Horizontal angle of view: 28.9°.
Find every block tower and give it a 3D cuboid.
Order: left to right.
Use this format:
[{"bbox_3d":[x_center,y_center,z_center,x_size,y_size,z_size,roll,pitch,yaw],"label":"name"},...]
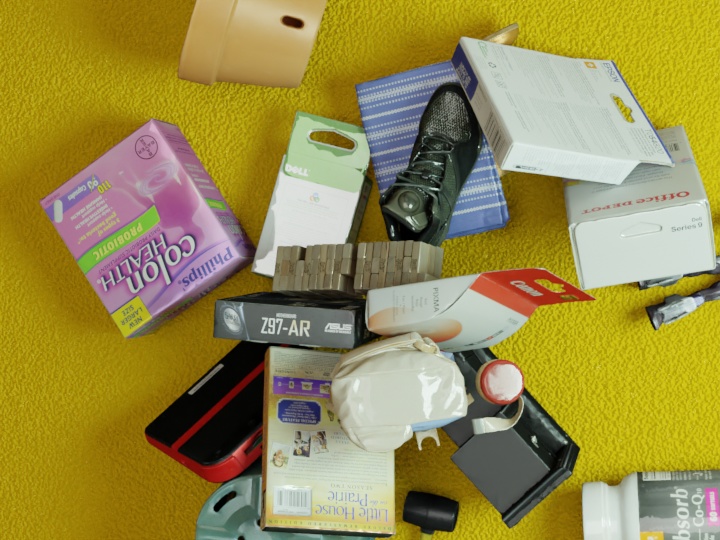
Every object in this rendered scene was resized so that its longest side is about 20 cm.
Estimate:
[{"bbox_3d":[0.000,0.000,1.539,0.200,0.054,0.058,0,80,33],"label":"block tower"}]

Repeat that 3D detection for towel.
[{"bbox_3d":[0.083,-0.133,1.606,0.144,0.024,0.201,-12,95,18],"label":"towel"}]

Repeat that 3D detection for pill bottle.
[{"bbox_3d":[0.351,0.282,1.564,0.199,0.116,0.117,-4,90,11],"label":"pill bottle"}]

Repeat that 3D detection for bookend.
[{"bbox_3d":[0.142,0.168,1.561,0.092,0.199,0.200,-44,82,9],"label":"bookend"}]

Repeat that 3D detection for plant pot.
[{"bbox_3d":[-0.118,-0.298,1.619,0.140,0.200,0.201,17,94,-7],"label":"plant pot"},{"bbox_3d":[-0.093,0.295,1.611,0.200,0.196,0.201,0,92,11],"label":"plant pot"}]

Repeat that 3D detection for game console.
[{"bbox_3d":[-0.137,0.152,1.610,0.200,0.177,0.031,-42,121,-22],"label":"game console"}]

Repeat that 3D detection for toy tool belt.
[{"bbox_3d":[0.064,0.127,1.470,0.199,0.123,0.125,-9,87,-6],"label":"toy tool belt"}]

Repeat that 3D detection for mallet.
[{"bbox_3d":[0.060,0.359,1.665,0.066,0.041,0.201,19,99,10],"label":"mallet"}]

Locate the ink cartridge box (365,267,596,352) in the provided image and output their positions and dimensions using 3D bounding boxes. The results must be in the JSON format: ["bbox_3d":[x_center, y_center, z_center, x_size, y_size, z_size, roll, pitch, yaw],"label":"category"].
[{"bbox_3d":[0.130,0.046,1.470,0.200,0.162,0.050,-6,74,29],"label":"ink cartridge box"}]

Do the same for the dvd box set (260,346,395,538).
[{"bbox_3d":[-0.034,0.187,1.519,0.146,0.029,0.201,5,68,-15],"label":"dvd box set"}]

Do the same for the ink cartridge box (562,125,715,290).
[{"bbox_3d":[0.298,-0.071,1.520,0.145,0.200,0.088,-10,115,10],"label":"ink cartridge box"}]

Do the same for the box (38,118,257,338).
[{"bbox_3d":[-0.253,-0.050,1.686,0.176,0.097,0.200,-34,85,10],"label":"box"}]

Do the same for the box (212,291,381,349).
[{"bbox_3d":[-0.065,0.055,1.598,0.160,0.200,0.044,4,93,11],"label":"box"}]

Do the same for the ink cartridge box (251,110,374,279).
[{"bbox_3d":[-0.050,-0.078,1.662,0.104,0.059,0.201,15,90,10],"label":"ink cartridge box"}]

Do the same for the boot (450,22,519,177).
[{"bbox_3d":[0.138,-0.178,1.628,0.201,0.071,0.144,-37,90,14],"label":"boot"}]

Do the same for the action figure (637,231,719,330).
[{"bbox_3d":[0.415,0.005,1.572,0.199,0.069,0.130,-19,82,8],"label":"action figure"}]

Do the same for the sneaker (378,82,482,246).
[{"bbox_3d":[0.078,-0.108,1.541,0.076,0.114,0.200,21,102,11],"label":"sneaker"}]

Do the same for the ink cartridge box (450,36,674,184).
[{"bbox_3d":[0.216,-0.171,1.518,0.199,0.200,0.041,5,131,-21],"label":"ink cartridge box"}]
